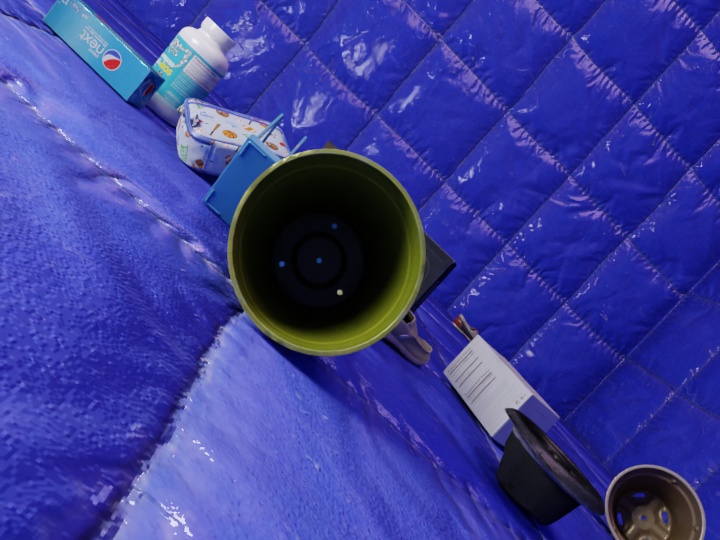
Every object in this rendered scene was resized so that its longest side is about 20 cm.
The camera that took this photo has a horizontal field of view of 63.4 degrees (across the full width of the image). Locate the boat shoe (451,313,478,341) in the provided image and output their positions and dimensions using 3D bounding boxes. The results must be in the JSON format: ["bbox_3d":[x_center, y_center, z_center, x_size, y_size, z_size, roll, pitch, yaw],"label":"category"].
[{"bbox_3d":[0.511,0.288,2.707,0.200,0.063,0.071,44,4,-5],"label":"boat shoe"}]

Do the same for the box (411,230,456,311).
[{"bbox_3d":[0.096,-0.014,1.414,0.200,0.197,0.124,45,7,12],"label":"box"}]

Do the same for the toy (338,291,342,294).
[{"bbox_3d":[-0.010,0.013,0.971,0.200,0.115,0.047,46,-6,18],"label":"toy"}]

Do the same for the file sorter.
[{"bbox_3d":[-0.095,-0.101,0.845,0.200,0.138,0.123,42,38,-12],"label":"file sorter"}]

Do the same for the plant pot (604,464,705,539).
[{"bbox_3d":[0.658,0.563,1.333,0.201,0.200,0.184,46,-4,31],"label":"plant pot"}]

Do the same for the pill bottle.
[{"bbox_3d":[-0.333,-0.387,1.131,0.111,0.200,0.111,41,6,-5],"label":"pill bottle"}]

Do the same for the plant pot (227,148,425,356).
[{"bbox_3d":[-0.042,-0.015,0.668,0.200,0.201,0.193,42,-6,-4],"label":"plant pot"}]

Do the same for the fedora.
[{"bbox_3d":[0.256,0.296,0.849,0.200,0.092,0.201,43,6,-5],"label":"fedora"}]

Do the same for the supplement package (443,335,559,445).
[{"bbox_3d":[0.274,0.245,1.157,0.113,0.110,0.200,39,8,-32],"label":"supplement package"}]

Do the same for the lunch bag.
[{"bbox_3d":[-0.223,-0.226,1.009,0.197,0.076,0.162,13,35,-28],"label":"lunch bag"}]

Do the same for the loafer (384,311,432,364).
[{"bbox_3d":[0.079,0.108,1.076,0.199,0.068,0.076,39,7,-39],"label":"loafer"}]

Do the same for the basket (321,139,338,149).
[{"bbox_3d":[-0.105,-0.249,1.670,0.136,0.201,0.181,38,6,-26],"label":"basket"}]

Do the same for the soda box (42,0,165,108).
[{"bbox_3d":[-0.437,-0.377,0.999,0.200,0.068,0.064,44,5,1],"label":"soda box"}]
